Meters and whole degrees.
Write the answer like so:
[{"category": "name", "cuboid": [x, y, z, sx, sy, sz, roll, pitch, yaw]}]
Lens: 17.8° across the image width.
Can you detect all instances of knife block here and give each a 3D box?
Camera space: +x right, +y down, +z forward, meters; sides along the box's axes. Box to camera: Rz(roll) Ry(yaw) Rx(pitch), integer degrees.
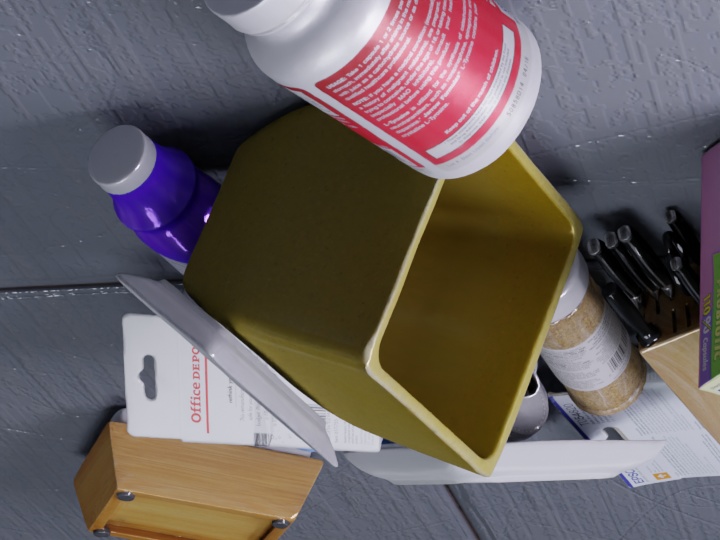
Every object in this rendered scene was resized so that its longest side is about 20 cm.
[{"category": "knife block", "cuboid": [0.234, 0.045, 1.683, 0.175, 0.064, 0.200, 9, 138, -8]}]

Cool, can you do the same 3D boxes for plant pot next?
[{"category": "plant pot", "cuboid": [0.000, 0.000, 1.549, 0.199, 0.196, 0.194, 10, 160, 34]}]

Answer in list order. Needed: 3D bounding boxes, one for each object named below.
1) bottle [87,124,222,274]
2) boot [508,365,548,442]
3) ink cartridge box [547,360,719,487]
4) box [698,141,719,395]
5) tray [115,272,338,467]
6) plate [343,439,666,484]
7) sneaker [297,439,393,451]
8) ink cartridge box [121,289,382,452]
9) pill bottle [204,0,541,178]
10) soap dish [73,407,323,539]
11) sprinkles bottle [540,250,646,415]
[{"category": "bottle", "cuboid": [-0.120, -0.035, 1.619, 0.083, 0.065, 0.200, 27, 169, 38]}, {"category": "boot", "cuboid": [0.105, 0.085, 1.769, 0.095, 0.074, 0.200, 29, 170, 49]}, {"category": "ink cartridge box", "cuboid": [0.281, 0.117, 1.887, 0.199, 0.041, 0.200, -7, 150, 25]}, {"category": "box", "cuboid": [0.330, 0.010, 1.512, 0.199, 0.177, 0.097, 17, 151, -23]}, {"category": "tray", "cuboid": [-0.083, 0.063, 1.552, 0.107, 0.022, 0.200, 38, 175, 36]}, {"category": "plate", "cuboid": [0.114, 0.155, 1.849, 0.199, 0.032, 0.199, 0, 174, -26]}, {"category": "sneaker", "cuboid": [0.031, 0.092, 1.854, 0.199, 0.070, 0.078, -10, 121, -3]}, {"category": "ink cartridge box", "cuboid": [-0.080, 0.071, 1.778, 0.199, 0.068, 0.117, 3, 117, 4]}, {"category": "pill bottle", "cuboid": [0.006, -0.142, 1.345, 0.112, 0.113, 0.200, -18, 145, 38]}, {"category": "soap dish", "cuboid": [-0.151, 0.199, 2.083, 0.199, 0.082, 0.157, 12, 153, -15]}, {"category": "sprinkles bottle", "cuboid": [0.159, 0.042, 1.727, 0.068, 0.069, 0.200, -6, 151, 21]}]
